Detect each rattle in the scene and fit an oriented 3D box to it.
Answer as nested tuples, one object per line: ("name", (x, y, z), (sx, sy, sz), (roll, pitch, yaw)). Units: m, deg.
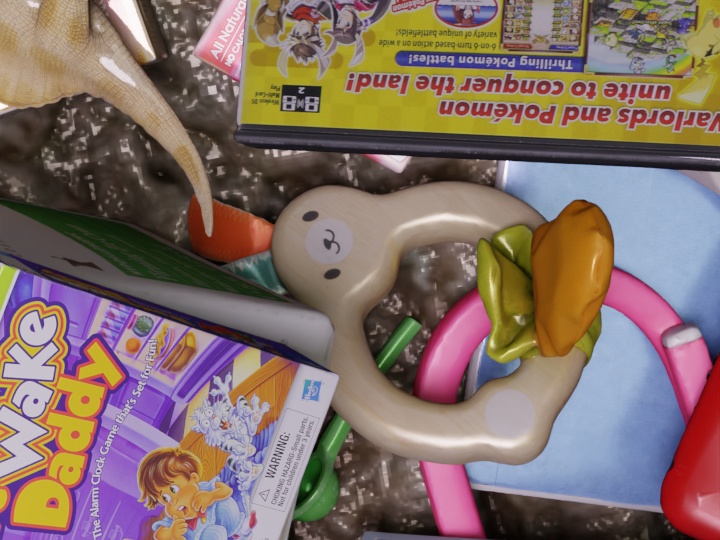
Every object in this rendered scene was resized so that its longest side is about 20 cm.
("rattle", (0.000, 0.000, 0.733), (0.199, 0.143, 0.131), (27, 93, 11))

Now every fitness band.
("fitness band", (0.103, 0.095, 0.812), (0.143, 0.037, 0.201), (-17, 97, 0))

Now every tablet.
("tablet", (0.120, 0.012, 0.827), (0.129, 0.014, 0.202), (7, 98, -3))

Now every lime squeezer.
("lime squeezer", (-0.012, 0.121, 0.824), (0.070, 0.038, 0.202), (4, 96, -3))

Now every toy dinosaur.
("toy dinosaur", (-0.121, -0.106, 0.720), (0.199, 0.058, 0.101), (32, 110, 1))

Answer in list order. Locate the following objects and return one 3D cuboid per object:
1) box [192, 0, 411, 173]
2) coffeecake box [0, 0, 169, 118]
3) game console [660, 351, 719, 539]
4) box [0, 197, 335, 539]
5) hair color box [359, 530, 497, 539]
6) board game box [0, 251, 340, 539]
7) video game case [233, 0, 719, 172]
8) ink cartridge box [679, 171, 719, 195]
("box", (0.021, -0.153, 0.731), (0.102, 0.095, 0.201), (30, 96, -4))
("coffeecake box", (-0.203, -0.133, 0.768), (0.199, 0.073, 0.155), (-19, 97, 1))
("game console", (0.253, 0.060, 0.806), (0.171, 0.119, 0.201), (24, 86, 17))
("box", (-0.146, 0.078, 0.709), (0.170, 0.199, 0.202), (9, 97, -33))
("hair color box", (0.092, 0.176, 0.766), (0.198, 0.061, 0.100), (1, 111, 18))
("board game box", (-0.105, 0.106, 0.594), (0.134, 0.045, 0.201), (20, 92, -33))
("video game case", (0.055, -0.131, 0.644), (0.198, 0.025, 0.182), (4, 88, 17))
("ink cartridge box", (0.148, -0.113, 0.745), (0.067, 0.200, 0.117), (33, 84, 34))
